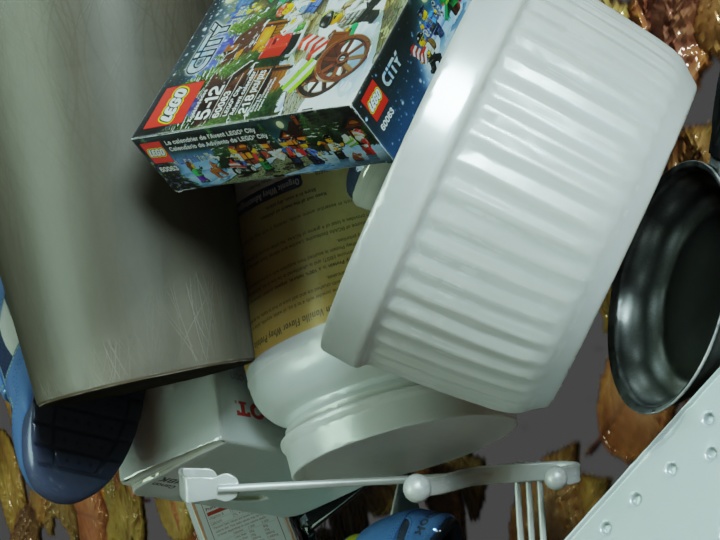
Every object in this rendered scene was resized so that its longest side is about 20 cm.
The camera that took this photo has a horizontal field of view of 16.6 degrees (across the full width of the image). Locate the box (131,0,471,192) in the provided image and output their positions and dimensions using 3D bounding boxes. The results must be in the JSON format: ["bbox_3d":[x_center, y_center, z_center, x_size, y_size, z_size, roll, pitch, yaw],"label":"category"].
[{"bbox_3d":[-0.006,-0.127,1.134,0.136,0.201,0.038,-6,136,41],"label":"box"}]

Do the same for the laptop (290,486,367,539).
[{"bbox_3d":[-0.013,0.080,1.492,0.200,0.103,0.178,77,172,-58],"label":"laptop"}]

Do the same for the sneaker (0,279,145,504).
[{"bbox_3d":[-0.168,0.037,1.328,0.082,0.074,0.201,-27,54,35],"label":"sneaker"}]

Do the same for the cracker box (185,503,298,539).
[{"bbox_3d":[-0.057,0.194,1.501,0.134,0.057,0.201,78,171,-58],"label":"cracker box"}]

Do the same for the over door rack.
[{"bbox_3d":[0.008,0.168,1.171,0.067,0.198,0.149,-13,-79,-79],"label":"over door rack"}]

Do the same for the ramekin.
[{"bbox_3d":[0.070,-0.032,1.101,0.200,0.105,0.201,26,-90,-87],"label":"ramekin"}]

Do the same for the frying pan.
[{"bbox_3d":[0.149,-0.028,1.109,0.115,0.031,0.191,170,112,-70],"label":"frying pan"}]

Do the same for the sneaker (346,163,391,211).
[{"bbox_3d":[0.007,-0.114,1.217,0.075,0.084,0.201,113,177,-48],"label":"sneaker"}]

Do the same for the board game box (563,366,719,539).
[{"bbox_3d":[0.155,0.173,1.036,0.200,0.026,0.200,-51,49,19],"label":"board game box"}]

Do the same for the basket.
[{"bbox_3d":[-0.126,-0.041,1.237,0.180,0.135,0.201,-19,82,55],"label":"basket"}]

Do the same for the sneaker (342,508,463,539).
[{"bbox_3d":[0.043,0.218,1.225,0.078,0.066,0.202,-20,81,42],"label":"sneaker"}]

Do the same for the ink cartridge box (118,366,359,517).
[{"bbox_3d":[-0.069,0.025,1.385,0.083,0.144,0.201,-24,64,36],"label":"ink cartridge box"}]

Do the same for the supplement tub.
[{"bbox_3d":[0.000,0.000,1.292,0.144,0.143,0.201,-42,58,59],"label":"supplement tub"}]

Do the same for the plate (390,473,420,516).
[{"bbox_3d":[0.015,0.211,1.361,0.200,0.025,0.202,12,-90,-87],"label":"plate"}]
